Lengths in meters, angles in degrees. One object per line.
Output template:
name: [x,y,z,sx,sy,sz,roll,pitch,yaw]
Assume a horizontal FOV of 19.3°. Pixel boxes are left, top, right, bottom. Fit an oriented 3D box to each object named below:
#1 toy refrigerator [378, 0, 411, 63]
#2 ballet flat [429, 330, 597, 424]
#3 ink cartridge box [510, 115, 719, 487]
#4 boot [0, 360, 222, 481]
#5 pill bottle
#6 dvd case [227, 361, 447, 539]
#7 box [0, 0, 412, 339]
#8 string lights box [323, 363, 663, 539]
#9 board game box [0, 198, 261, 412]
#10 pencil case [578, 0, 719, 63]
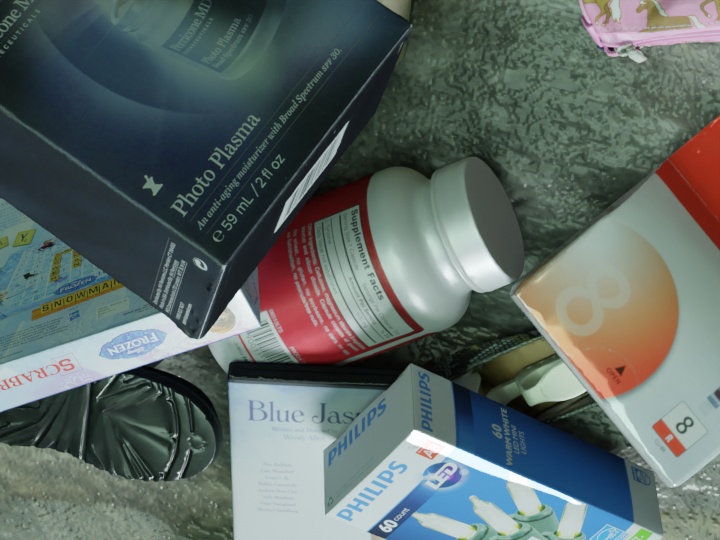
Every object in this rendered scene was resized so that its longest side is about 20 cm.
toy refrigerator: [-0.073,-0.173,1.371,0.199,0.076,0.070,12,110,12]
ballet flat: [0.103,0.078,1.403,0.200,0.072,0.072,-25,99,23]
ink cartridge box: [0.219,0.012,1.324,0.200,0.050,0.162,-40,93,6]
boot: [-0.166,0.072,1.431,0.197,0.162,0.074,8,109,14]
pill bottle: [0.000,0.000,1.385,0.199,0.112,0.113,-21,100,21]
dvd case: [-0.016,0.138,1.426,0.142,0.018,0.200,3,133,2]
box: [-0.112,-0.106,1.242,0.198,0.200,0.123,34,155,4]
string lights box: [0.085,0.144,1.377,0.200,0.059,0.103,24,129,-25]
board game box: [-0.165,-0.014,1.371,0.199,0.200,0.041,-17,132,11]
pencil case: [0.232,-0.175,1.274,0.199,0.083,0.087,-4,105,17]
